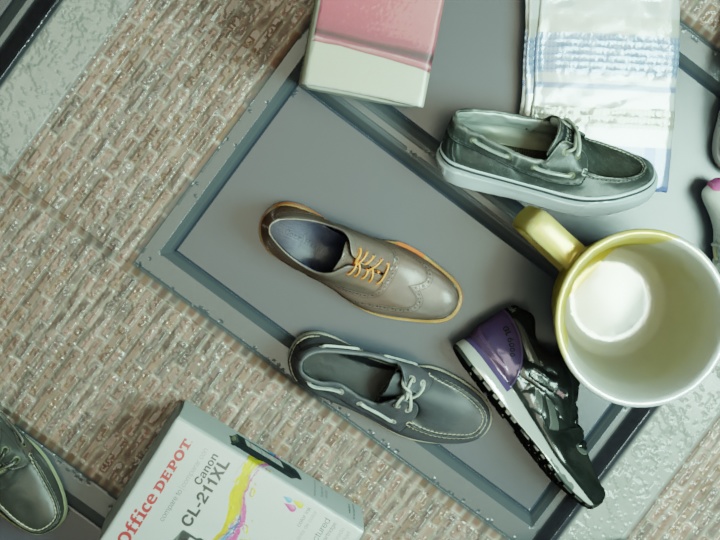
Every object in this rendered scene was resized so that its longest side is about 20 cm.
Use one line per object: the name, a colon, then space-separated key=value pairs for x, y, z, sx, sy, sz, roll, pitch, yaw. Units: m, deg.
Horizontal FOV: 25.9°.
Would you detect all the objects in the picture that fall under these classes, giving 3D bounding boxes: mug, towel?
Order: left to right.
towel: x=0.217 y=-0.172 z=1.429 sx=0.146 sy=0.024 sz=0.201 roll=1 pitch=97 yaw=-5
mug: x=0.229 y=0.016 z=1.382 sx=0.149 sy=0.153 sz=0.187 roll=-16 pitch=95 yaw=0

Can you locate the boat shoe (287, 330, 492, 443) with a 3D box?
boat shoe: x=0.028 y=0.113 z=1.428 sx=0.199 sy=0.063 sz=0.073 roll=22 pitch=94 yaw=-4

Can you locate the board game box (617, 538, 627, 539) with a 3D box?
board game box: x=0.163 y=0.339 z=1.456 sx=0.199 sy=0.064 sz=0.148 roll=-8 pitch=96 yaw=-1

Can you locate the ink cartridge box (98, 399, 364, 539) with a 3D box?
ink cartridge box: x=-0.119 y=0.234 z=1.424 sx=0.200 sy=0.083 sz=0.146 roll=32 pitch=94 yaw=-5

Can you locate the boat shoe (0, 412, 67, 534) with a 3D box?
boat shoe: x=-0.341 y=0.160 z=1.416 sx=0.072 sy=0.066 sz=0.201 roll=-34 pitch=96 yaw=1

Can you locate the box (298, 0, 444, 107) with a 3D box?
box: x=0.017 y=-0.248 z=1.360 sx=0.109 sy=0.128 sz=0.201 roll=10 pitch=96 yaw=-4

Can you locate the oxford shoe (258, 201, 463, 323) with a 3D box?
oxford shoe: x=0.000 y=0.000 z=1.411 sx=0.199 sy=0.073 sz=0.071 roll=21 pitch=94 yaw=-5

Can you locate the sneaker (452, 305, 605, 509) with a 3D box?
sneaker: x=0.178 y=0.123 z=1.433 sx=0.087 sy=0.076 sz=0.200 roll=-37 pitch=96 yaw=-5

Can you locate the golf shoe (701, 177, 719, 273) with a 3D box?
golf shoe: x=0.350 y=0.014 z=1.429 sx=0.091 sy=0.075 sz=0.200 roll=-28 pitch=95 yaw=4

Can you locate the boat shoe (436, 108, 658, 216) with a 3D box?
boat shoe: x=0.168 y=-0.099 z=1.375 sx=0.199 sy=0.072 sz=0.071 roll=5 pitch=137 yaw=-5

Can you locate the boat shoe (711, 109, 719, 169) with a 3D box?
boat shoe: x=0.364 y=-0.183 z=1.409 sx=0.071 sy=0.069 sz=0.201 roll=5 pitch=93 yaw=-2
